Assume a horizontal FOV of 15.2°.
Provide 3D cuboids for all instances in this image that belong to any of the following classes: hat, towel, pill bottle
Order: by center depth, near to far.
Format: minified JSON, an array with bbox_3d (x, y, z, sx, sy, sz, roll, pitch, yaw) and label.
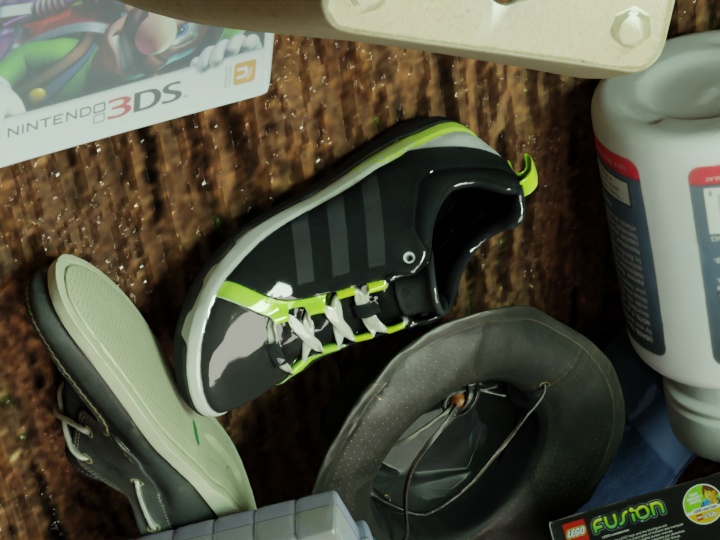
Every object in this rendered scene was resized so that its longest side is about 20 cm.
[{"bbox_3d":[0.188,-0.009,1.375,0.119,0.119,0.201,-25,123,-22],"label":"pill bottle"},{"bbox_3d":[0.036,0.086,1.393,0.200,0.081,0.202,-21,130,-27],"label":"hat"},{"bbox_3d":[0.150,0.086,1.503,0.200,0.049,0.112,-43,140,-2],"label":"towel"}]

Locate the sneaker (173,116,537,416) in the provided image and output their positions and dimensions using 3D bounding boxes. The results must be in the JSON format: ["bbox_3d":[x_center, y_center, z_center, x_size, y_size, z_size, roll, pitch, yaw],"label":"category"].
[{"bbox_3d":[0.000,0.000,1.264,0.200,0.083,0.072,-42,137,-16],"label":"sneaker"}]

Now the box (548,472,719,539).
[{"bbox_3d":[0.199,0.121,1.386,0.199,0.035,0.110,-17,169,5],"label":"box"}]

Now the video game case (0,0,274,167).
[{"bbox_3d":[-0.110,-0.138,1.114,0.181,0.023,0.201,-18,134,-29],"label":"video game case"}]

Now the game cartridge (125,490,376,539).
[{"bbox_3d":[-0.032,0.186,1.330,0.129,0.039,0.200,-17,134,11],"label":"game cartridge"}]

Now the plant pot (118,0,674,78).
[{"bbox_3d":[0.033,-0.168,1.014,0.198,0.177,0.201,6,105,-22],"label":"plant pot"}]

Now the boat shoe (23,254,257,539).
[{"bbox_3d":[-0.112,0.072,1.263,0.067,0.072,0.200,-19,135,10],"label":"boat shoe"}]
